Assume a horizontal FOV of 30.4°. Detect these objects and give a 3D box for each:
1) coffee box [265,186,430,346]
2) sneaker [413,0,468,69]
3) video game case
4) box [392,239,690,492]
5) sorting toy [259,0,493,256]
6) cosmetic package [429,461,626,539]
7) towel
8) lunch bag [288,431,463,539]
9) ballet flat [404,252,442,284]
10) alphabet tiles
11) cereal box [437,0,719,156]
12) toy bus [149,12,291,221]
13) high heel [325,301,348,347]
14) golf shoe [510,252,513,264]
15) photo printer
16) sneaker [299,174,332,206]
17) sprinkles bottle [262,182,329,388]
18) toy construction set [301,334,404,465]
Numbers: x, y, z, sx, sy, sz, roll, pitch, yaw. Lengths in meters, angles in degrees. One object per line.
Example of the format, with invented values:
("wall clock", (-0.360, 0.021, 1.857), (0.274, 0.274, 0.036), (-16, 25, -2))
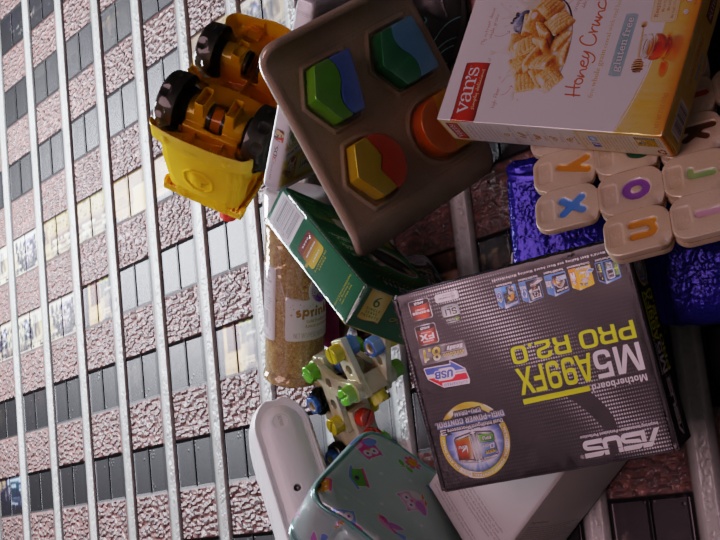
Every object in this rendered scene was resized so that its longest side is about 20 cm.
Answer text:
("coffee box", (0.000, 0.000, 1.211), (0.044, 0.122, 0.200), (-58, 38, 13))
("sneaker", (0.052, -0.207, 1.281), (0.075, 0.078, 0.204), (11, 96, 55))
("video game case", (-0.019, -0.187, 1.271), (0.023, 0.200, 0.184), (24, 119, 20))
("box", (0.136, 0.073, 1.019), (0.198, 0.044, 0.163), (-14, 90, 28))
("sorting toy", (0.023, -0.141, 1.177), (0.036, 0.184, 0.202), (-12, 107, 55))
("cosmetic package", (0.153, 0.154, 1.128), (0.108, 0.084, 0.201), (57, 131, 35))
("towel", (0.208, -0.028, 1.022), (0.197, 0.049, 0.150), (-7, 82, 25))
("lunch bag", (0.046, 0.243, 1.180), (0.199, 0.160, 0.078), (37, 119, 8))
("ballet flat", (0.073, 0.062, 1.253), (0.201, 0.071, 0.073), (54, 130, 38))
("alphabet tiles", (0.222, -0.091, 0.990), (0.193, 0.015, 0.202), (-15, 45, 18))
("cereal box", (0.167, -0.167, 1.028), (0.198, 0.039, 0.146), (8, 73, 35))
("toy bus", (-0.137, -0.156, 1.488), (0.134, 0.201, 0.193), (21, 147, 11))
("high heel", (-0.003, -0.009, 1.383), (0.096, 0.067, 0.201), (47, 127, 13))
("golf shoe", (0.174, -0.015, 1.100), (0.073, 0.091, 0.202), (56, 130, 40))
("photo printer", (-0.064, 0.240, 1.385), (0.167, 0.068, 0.202), (92, 160, -60))
("sneaker", (-0.059, -0.091, 1.445), (0.085, 0.076, 0.203), (38, 112, 58))
("sprinkles bottle", (-0.067, 0.015, 1.353), (0.068, 0.067, 0.203), (23, 117, 51))
("toy construction set", (0.002, 0.153, 1.315), (0.130, 0.091, 0.203), (2, 100, 55))
